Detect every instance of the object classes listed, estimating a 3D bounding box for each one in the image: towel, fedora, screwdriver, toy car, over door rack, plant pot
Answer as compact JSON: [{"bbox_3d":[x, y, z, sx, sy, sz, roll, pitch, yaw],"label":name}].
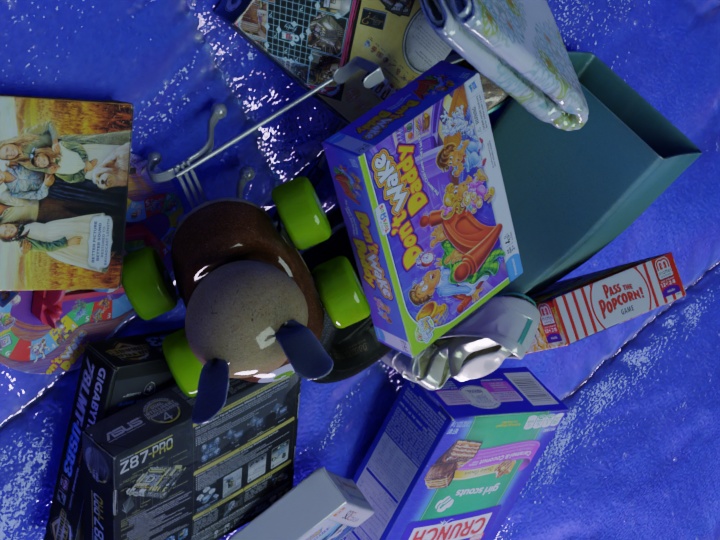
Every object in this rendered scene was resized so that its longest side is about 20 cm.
[{"bbox_3d":[0.105,-0.218,1.538,0.048,0.171,0.200,-31,144,24],"label":"towel"},{"bbox_3d":[0.000,0.000,1.630,0.201,0.092,0.201,-40,156,-23],"label":"fedora"},{"bbox_3d":[-0.026,-0.101,1.601,0.028,0.029,0.200,25,99,-48],"label":"screwdriver"},{"bbox_3d":[-0.079,0.048,1.424,0.164,0.200,0.158,-25,120,3],"label":"toy car"},{"bbox_3d":[-0.060,-0.077,1.529,0.200,0.067,0.148,-26,129,-4],"label":"over door rack"},{"bbox_3d":[0.175,-0.077,1.697,0.200,0.141,0.141,-50,165,20],"label":"plant pot"}]

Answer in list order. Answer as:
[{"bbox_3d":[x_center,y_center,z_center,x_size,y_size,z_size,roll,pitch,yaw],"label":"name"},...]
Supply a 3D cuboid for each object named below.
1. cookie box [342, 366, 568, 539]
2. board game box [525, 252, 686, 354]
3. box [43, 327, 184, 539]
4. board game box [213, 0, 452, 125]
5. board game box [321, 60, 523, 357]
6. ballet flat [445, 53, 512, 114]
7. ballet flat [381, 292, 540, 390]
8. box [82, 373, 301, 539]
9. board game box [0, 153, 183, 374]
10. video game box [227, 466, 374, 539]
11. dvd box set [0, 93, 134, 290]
[{"bbox_3d":[0.086,0.196,1.852,0.171,0.075,0.200,0,127,-43],"label":"cookie box"},{"bbox_3d":[0.183,0.041,1.771,0.151,0.200,0.046,-20,91,-33],"label":"board game box"},{"bbox_3d":[-0.165,0.144,1.614,0.200,0.050,0.199,-8,122,-45],"label":"box"},{"bbox_3d":[-0.011,-0.206,1.526,0.136,0.035,0.200,-53,134,-1],"label":"board game box"},{"bbox_3d":[0.054,-0.048,1.519,0.134,0.045,0.200,-37,130,-27],"label":"board game box"},{"bbox_3d":[0.054,-0.136,1.634,0.200,0.068,0.067,-40,118,-22],"label":"ballet flat"},{"bbox_3d":[0.080,0.073,1.704,0.069,0.200,0.069,16,65,-38],"label":"ballet flat"},{"bbox_3d":[-0.139,0.165,1.574,0.200,0.049,0.161,-27,138,-35],"label":"box"},{"bbox_3d":[-0.213,0.005,1.492,0.200,0.039,0.158,-45,138,-8],"label":"board game box"},{"bbox_3d":[-0.086,0.258,1.695,0.200,0.047,0.182,-39,165,1],"label":"video game box"},{"bbox_3d":[-0.258,-0.058,1.381,0.200,0.029,0.146,0,97,-44],"label":"dvd box set"}]
